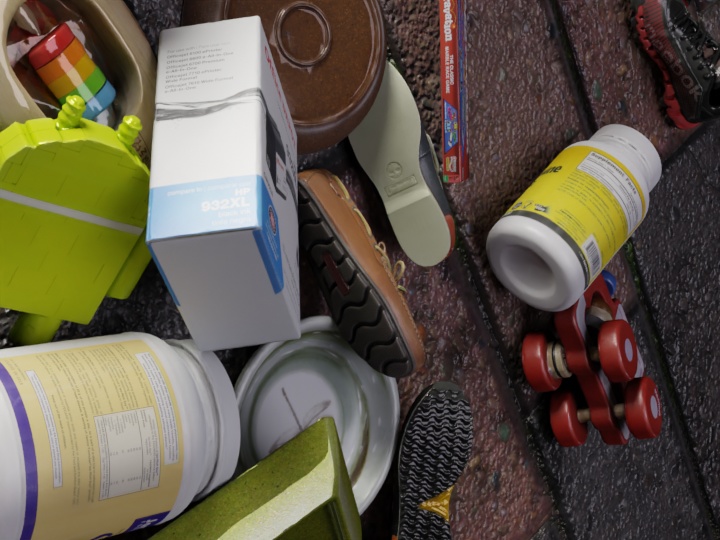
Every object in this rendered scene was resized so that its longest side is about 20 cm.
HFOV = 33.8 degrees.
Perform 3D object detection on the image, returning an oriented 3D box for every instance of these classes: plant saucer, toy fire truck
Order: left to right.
[{"bbox_3d":[-0.078,0.234,0.956,0.199,0.048,0.201,-34,146,-16],"label":"plant saucer"},{"bbox_3d":[-0.055,-0.200,1.013,0.198,0.034,0.203,-2,95,-30],"label":"plant saucer"},{"bbox_3d":[-0.051,0.139,1.063,0.199,0.050,0.203,-5,98,-42],"label":"plant saucer"},{"bbox_3d":[0.265,0.090,1.316,0.201,0.111,0.169,62,33,-27],"label":"toy fire truck"}]

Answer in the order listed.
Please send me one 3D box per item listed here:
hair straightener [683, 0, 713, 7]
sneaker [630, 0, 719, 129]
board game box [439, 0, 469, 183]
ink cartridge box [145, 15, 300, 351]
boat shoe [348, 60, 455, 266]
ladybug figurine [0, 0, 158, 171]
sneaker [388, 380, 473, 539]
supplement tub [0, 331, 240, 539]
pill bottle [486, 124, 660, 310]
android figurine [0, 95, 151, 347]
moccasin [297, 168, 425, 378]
[{"bbox_3d":[0.448,-0.405,1.434,0.041,0.077,0.201,43,67,-33],"label":"hair straightener"},{"bbox_3d":[0.383,-0.255,1.379,0.071,0.097,0.202,-44,120,-27],"label":"sneaker"},{"bbox_3d":[0.091,-0.188,1.137,0.103,0.019,0.203,-37,126,-79],"label":"board game box"},{"bbox_3d":[-0.097,-0.065,0.887,0.146,0.083,0.202,74,10,-54],"label":"ink cartridge box"},{"bbox_3d":[0.040,-0.102,1.112,0.063,0.070,0.202,-42,112,-73],"label":"boat shoe"},{"bbox_3d":[-0.220,-0.143,0.869,0.136,0.072,0.201,-46,122,-28],"label":"ladybug figurine"},{"bbox_3d":[0.057,0.201,1.145,0.069,0.090,0.203,6,95,-13],"label":"sneaker"},{"bbox_3d":[-0.202,0.123,0.863,0.198,0.145,0.147,-6,98,-40],"label":"supplement tub"},{"bbox_3d":[0.229,-0.061,1.240,0.200,0.112,0.113,-45,121,-29],"label":"pill bottle"},{"bbox_3d":[-0.223,-0.031,0.840,0.181,0.041,0.201,14,117,-40],"label":"android figurine"},{"bbox_3d":[-0.001,0.001,1.049,0.077,0.074,0.202,-23,75,-48],"label":"moccasin"}]
